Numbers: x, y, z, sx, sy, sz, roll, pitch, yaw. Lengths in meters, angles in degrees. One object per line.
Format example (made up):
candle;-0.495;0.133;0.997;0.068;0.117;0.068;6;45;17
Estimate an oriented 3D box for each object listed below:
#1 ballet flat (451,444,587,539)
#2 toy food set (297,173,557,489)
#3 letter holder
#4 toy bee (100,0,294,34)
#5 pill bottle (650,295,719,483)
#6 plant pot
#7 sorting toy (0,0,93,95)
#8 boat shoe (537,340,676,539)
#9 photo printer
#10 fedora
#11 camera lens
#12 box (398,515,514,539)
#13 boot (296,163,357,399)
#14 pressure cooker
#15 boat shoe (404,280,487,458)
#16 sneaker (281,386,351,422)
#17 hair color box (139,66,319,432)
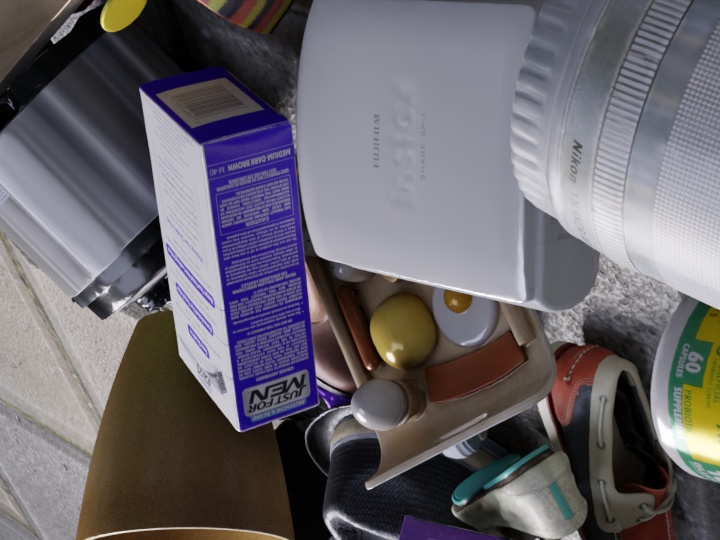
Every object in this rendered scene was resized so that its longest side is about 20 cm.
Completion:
ballet flat;0.105;0.160;1.030;0.063;0.067;0.200;56;171;5
toy food set;0.021;0.016;0.945;0.143;0.060;0.201;-32;74;34
letter holder;-0.031;0.262;1.446;0.200;0.101;0.142;38;154;13
toy bee;-0.133;-0.203;0.902;0.199;0.109;0.132;18;109;6
pill bottle;0.255;0.070;0.764;0.199;0.113;0.113;12;139;47
plant pot;-0.149;0.142;1.320;0.185;0.201;0.187;-1;160;0
sorting toy;-0.261;-0.235;1.044;0.200;0.069;0.199;-36;87;42
boat shoe;0.175;0.132;1.015;0.062;0.071;0.201;8;132;45
photo printer;0.040;-0.074;0.843;0.199;0.069;0.168;14;108;46
fedora;0.042;0.186;1.181;0.199;0.092;0.201;14;145;10
camera lens;0.183;-0.056;0.634;0.199;0.160;0.160;27;148;31
box;0.106;0.227;1.057;0.136;0.039;0.200;9;157;17
boot;0.000;0.000;1.104;0.189;0.068;0.200;54;145;-2
pressure cooker;-0.169;-0.062;1.085;0.200;0.179;0.176;46;-175;-8
boat shoe;0.076;0.058;1.040;0.066;0.074;0.201;-4;138;11
sneaker;-0.062;0.096;1.252;0.200;0.100;0.070;35;154;19
hair color box;-0.081;-0.014;0.965;0.109;0.064;0.201;43;142;53
